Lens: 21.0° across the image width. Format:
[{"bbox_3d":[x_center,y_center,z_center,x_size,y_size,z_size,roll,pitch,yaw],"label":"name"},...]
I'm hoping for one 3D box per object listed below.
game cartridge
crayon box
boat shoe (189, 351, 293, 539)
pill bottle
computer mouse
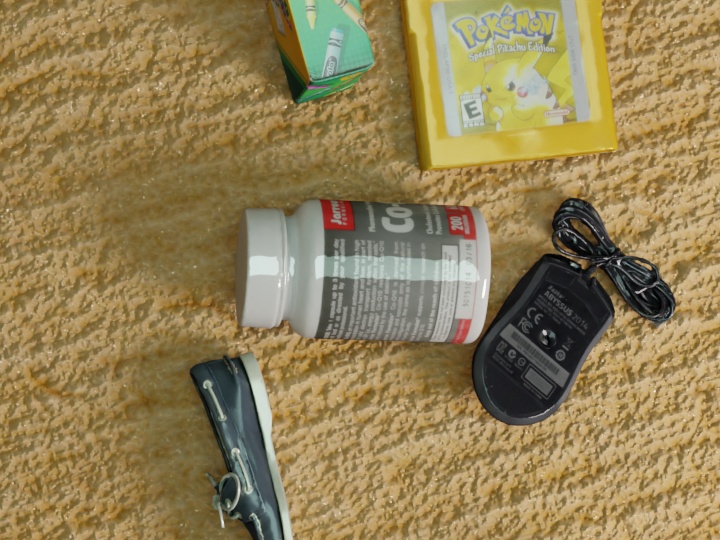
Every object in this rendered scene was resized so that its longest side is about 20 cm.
[{"bbox_3d":[0.125,-0.193,1.665,0.174,0.032,0.202,-7,89,-9],"label":"game cartridge"},{"bbox_3d":[-0.048,-0.248,1.597,0.058,0.119,0.202,-15,89,-9],"label":"crayon box"},{"bbox_3d":[-0.095,0.169,1.588,0.061,0.075,0.202,-11,87,-11],"label":"boat shoe"},{"bbox_3d":[0.000,0.000,1.593,0.198,0.114,0.115,2,86,-9],"label":"pill bottle"},{"bbox_3d":[0.165,0.052,1.651,0.138,0.053,0.200,44,71,-5],"label":"computer mouse"}]
